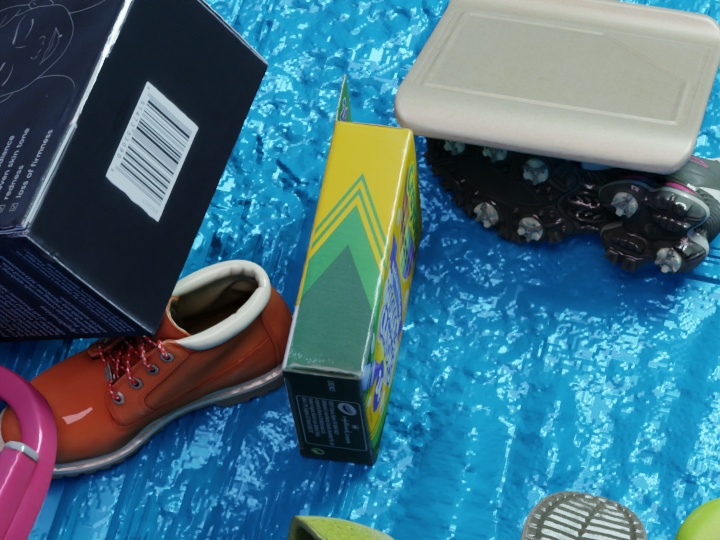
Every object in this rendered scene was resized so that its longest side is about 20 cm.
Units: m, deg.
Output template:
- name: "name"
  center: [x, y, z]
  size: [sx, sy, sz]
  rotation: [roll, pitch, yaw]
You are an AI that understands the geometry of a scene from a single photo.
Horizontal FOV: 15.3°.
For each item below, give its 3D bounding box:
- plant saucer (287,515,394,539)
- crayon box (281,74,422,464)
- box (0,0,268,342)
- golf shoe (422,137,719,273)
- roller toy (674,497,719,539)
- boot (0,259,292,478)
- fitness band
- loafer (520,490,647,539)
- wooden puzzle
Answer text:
- name: "plant saucer"
  center: [0.038, 0.238, 1.466]
  size: [0.048, 0.200, 0.200]
  rotation: [-35, 64, -29]
- name: "crayon box"
  center: [0.000, 0.000, 1.623]
  size: [0.051, 0.126, 0.201]
  rotation: [7, 64, 8]
- name: "box"
  center: [-0.191, -0.070, 1.631]
  size: [0.196, 0.124, 0.201]
  rotation: [-3, 56, 43]
- name: "golf shoe"
  center: [0.137, -0.059, 1.685]
  size: [0.199, 0.077, 0.088]
  rotation: [21, 40, 18]
- name: "roller toy"
  center: [0.234, 0.243, 1.471]
  size: [0.182, 0.140, 0.201]
  rotation: [22, 76, 10]
- name: "boot"
  center: [-0.136, 0.055, 1.620]
  size: [0.199, 0.107, 0.075]
  rotation: [-25, 66, -6]
- name: "fitness band"
  center: [-0.259, 0.144, 1.588]
  size: [0.143, 0.037, 0.201]
  rotation: [11, 68, 39]
- name: "loafer"
  center: [0.115, 0.200, 1.523]
  size: [0.075, 0.069, 0.200]
  rotation: [17, 33, 5]
- name: "wooden puzzle"
  center: [0.128, -0.119, 1.687]
  size: [0.184, 0.037, 0.200]
  rotation: [9, 30, 10]
